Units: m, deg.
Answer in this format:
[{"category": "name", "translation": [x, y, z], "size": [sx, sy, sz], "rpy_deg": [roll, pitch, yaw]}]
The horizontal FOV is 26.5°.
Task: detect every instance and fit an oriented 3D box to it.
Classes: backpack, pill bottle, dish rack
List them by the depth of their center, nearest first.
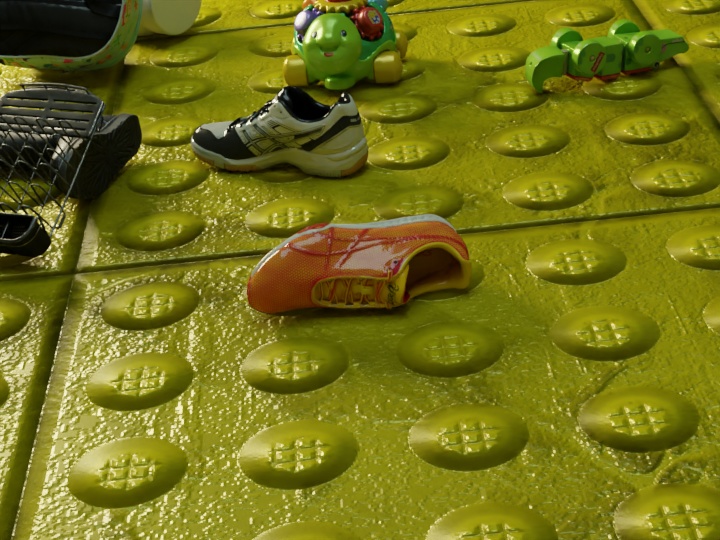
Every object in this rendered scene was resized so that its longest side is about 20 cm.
[{"category": "dish rack", "translation": [-0.341, -0.106, 1.503], "size": [0.152, 0.055, 0.201], "rpy_deg": [7, 64, 24]}, {"category": "backpack", "translation": [-0.369, -0.334, 1.896], "size": [0.198, 0.179, 0.150], "rpy_deg": [3, -2, 15]}, {"category": "pill bottle", "translation": [-0.313, -0.374, 2.033], "size": [0.199, 0.115, 0.114], "rpy_deg": [17, 35, 36]}]

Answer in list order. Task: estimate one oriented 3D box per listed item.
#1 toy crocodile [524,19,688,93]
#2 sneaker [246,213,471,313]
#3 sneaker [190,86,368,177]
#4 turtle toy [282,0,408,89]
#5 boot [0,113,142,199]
[{"category": "toy crocodile", "translation": [0.282, -0.244, 1.745], "size": [0.199, 0.062, 0.067], "rpy_deg": [-12, 27, -22]}, {"category": "sneaker", "translation": [0.000, 0.000, 1.311], "size": [0.199, 0.073, 0.077], "rpy_deg": [-14, 38, -10]}, {"category": "sneaker", "translation": [-0.087, -0.154, 1.600], "size": [0.198, 0.088, 0.076], "rpy_deg": [3, 30, 19]}, {"category": "turtle toy", "translation": [-0.022, -0.273, 1.798], "size": [0.145, 0.102, 0.200], "rpy_deg": [-2, 28, 8]}, {"category": "boot", "translation": [-0.356, -0.128, 1.621], "size": [0.198, 0.066, 0.165], "rpy_deg": [7, 22, 17]}]
